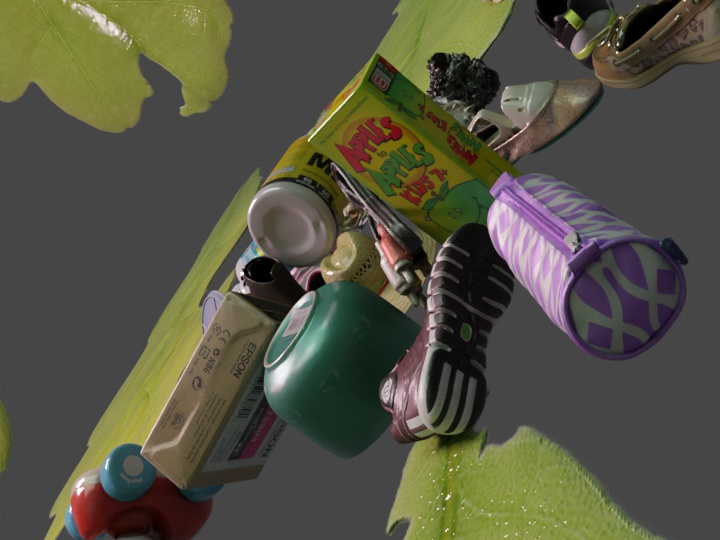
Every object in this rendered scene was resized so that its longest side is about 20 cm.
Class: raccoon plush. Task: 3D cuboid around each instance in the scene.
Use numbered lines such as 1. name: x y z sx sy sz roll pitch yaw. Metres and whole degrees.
1. raccoon plush: 0.118 -0.184 1.106 0.200 0.095 0.136 62 -134 -75

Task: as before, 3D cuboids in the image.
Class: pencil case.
1. pencil case: 0.144 -0.011 0.591 0.084 0.085 0.200 -53 14 9

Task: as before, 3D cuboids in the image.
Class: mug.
1. mug: -0.034 0.099 0.846 0.185 0.114 0.153 -49 16 21

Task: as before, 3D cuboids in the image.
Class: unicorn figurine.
1. unicorn figurine: 0.055 -0.124 0.982 0.197 0.074 0.139 -12 43 33

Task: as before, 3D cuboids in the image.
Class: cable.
1. cable: 0.011 -0.050 0.882 0.050 0.201 0.097 -37 -29 -5

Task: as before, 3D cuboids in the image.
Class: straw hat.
1. straw hat: 0.000 0.000 1.003 0.202 0.085 0.202 -50 16 20

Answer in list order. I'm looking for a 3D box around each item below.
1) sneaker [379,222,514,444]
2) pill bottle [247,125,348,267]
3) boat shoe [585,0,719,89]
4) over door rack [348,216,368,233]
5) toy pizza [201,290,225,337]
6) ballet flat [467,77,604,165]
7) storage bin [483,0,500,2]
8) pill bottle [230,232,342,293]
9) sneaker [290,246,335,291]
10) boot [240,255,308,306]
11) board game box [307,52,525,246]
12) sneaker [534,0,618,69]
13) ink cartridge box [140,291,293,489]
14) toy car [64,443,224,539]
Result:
1. sneaker: 0.061 0.056 0.729 0.115 0.075 0.202 -41 21 50
2. pill bottle: -0.060 -0.104 1.102 0.114 0.114 0.201 -43 14 36
3. boat shoe: 0.249 -0.204 0.715 0.074 0.062 0.200 -58 15 -10
4. over door rack: 0.025 -0.103 1.180 0.148 0.066 0.201 -52 16 16
5. toy pizza: -0.163 0.123 1.140 0.031 0.204 0.200 -14 -3 -26
6. ballet flat: 0.155 -0.146 0.872 0.199 0.067 0.069 -36 23 49
7. storage bin: 0.198 -0.568 1.368 0.199 0.199 0.094 -50 14 14
8. pill bottle: -0.125 -0.019 1.376 0.201 0.110 0.111 -52 15 11
9. sneaker: -0.088 0.055 1.203 0.201 0.079 0.095 -56 27 3
10. boot: -0.130 0.027 1.111 0.198 0.138 0.078 -2 54 39
11. board game box: 0.058 -0.102 0.822 0.101 0.199 0.048 -35 24 50
12. sneaker: 0.223 -0.279 0.912 0.072 0.082 0.201 -49 16 19
13. ink cartridge box: -0.130 0.135 0.958 0.202 0.075 0.164 -61 -24 4
14. toy car: -0.255 0.338 1.027 0.184 0.175 0.203 -44 46 43
